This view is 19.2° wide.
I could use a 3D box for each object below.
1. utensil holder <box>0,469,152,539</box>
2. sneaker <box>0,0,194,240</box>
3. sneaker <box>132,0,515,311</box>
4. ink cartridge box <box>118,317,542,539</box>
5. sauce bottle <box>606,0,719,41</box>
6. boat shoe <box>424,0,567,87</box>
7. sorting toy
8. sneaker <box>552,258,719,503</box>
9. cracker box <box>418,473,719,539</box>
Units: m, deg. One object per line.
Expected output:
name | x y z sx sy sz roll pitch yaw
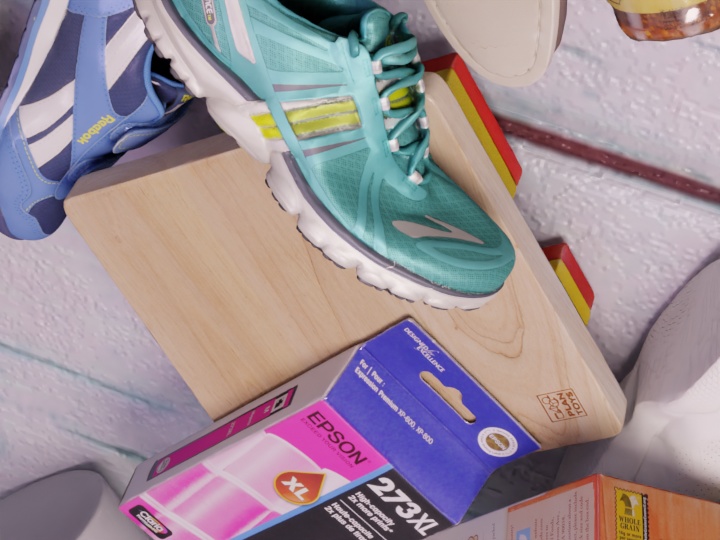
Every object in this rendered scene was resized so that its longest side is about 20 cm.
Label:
utensil holder | -0.149 0.235 1.167 0.169 0.170 0.200 -20 112 32
sneaker | -0.120 -0.080 0.990 0.082 0.074 0.200 27 131 -1
sneaker | -0.005 -0.065 0.844 0.080 0.078 0.200 -37 102 27
ink cartridge box | -0.018 0.099 1.015 0.200 0.037 0.095 -31 114 36
sauce bottle | 0.104 -0.189 0.827 0.066 0.066 0.201 -6 118 26
boat shoe | 0.049 -0.173 0.859 0.072 0.060 0.201 2 123 36
sorting toy | 0.000 0.000 0.991 0.198 0.070 0.200 -14 124 30
sneaker | 0.168 0.067 0.986 0.088 0.075 0.200 24 138 -8
cracker box | 0.103 0.156 1.008 0.133 0.058 0.200 16 153 -30
